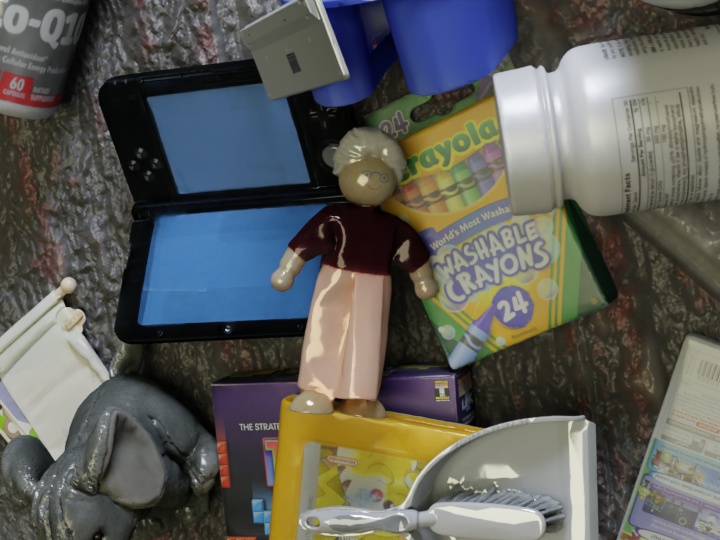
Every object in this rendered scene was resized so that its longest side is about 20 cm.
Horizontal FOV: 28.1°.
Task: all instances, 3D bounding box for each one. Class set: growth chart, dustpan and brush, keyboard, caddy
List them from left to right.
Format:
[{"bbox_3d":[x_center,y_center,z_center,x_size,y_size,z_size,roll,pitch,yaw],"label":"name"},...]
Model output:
[{"bbox_3d":[-0.245,0.126,1.201,0.144,0.018,0.201,-33,86,21],"label":"growth chart"},{"bbox_3d":[-0.045,-0.143,0.939,0.011,0.200,0.056,-29,100,-13],"label":"keyboard"},{"bbox_3d":[0.030,-0.187,0.972,0.141,0.200,0.105,-5,112,21],"label":"caddy"},{"bbox_3d":[0.059,0.169,0.985,0.199,0.057,0.140,0,98,17],"label":"dustpan and brush"}]

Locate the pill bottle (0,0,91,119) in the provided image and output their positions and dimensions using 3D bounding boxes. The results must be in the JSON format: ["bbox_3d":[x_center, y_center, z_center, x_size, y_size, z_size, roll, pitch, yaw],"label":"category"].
[{"bbox_3d":[-0.261,-0.229,1.107,0.113,0.114,0.201,25,105,15],"label":"pill bottle"}]

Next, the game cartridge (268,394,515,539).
[{"bbox_3d":[0.017,0.203,1.049,0.175,0.032,0.201,8,98,16],"label":"game cartridge"}]

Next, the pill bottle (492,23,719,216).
[{"bbox_3d":[0.191,-0.097,0.939,0.199,0.113,0.114,-8,95,5],"label":"pill bottle"}]

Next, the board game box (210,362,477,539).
[{"bbox_3d":[-0.008,0.159,1.099,0.199,0.057,0.166,-4,97,20],"label":"board game box"}]

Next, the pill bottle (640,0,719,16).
[{"bbox_3d":[0.205,-0.218,0.895,0.113,0.200,0.114,3,98,20],"label":"pill bottle"}]

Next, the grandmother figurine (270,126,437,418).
[{"bbox_3d":[0.000,0.000,1.005,0.060,0.121,0.201,6,90,59],"label":"grandmother figurine"}]

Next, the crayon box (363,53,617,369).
[{"bbox_3d":[0.086,-0.045,1.041,0.125,0.052,0.201,-25,88,21],"label":"crayon box"}]

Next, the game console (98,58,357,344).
[{"bbox_3d":[-0.102,-0.052,1.066,0.199,0.117,0.177,-4,121,20],"label":"game console"}]

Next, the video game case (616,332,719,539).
[{"bbox_3d":[0.296,0.161,1.008,0.199,0.022,0.183,19,103,16],"label":"video game case"}]

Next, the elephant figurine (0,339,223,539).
[{"bbox_3d":[-0.195,0.161,1.071,0.155,0.200,0.142,35,110,15],"label":"elephant figurine"}]
